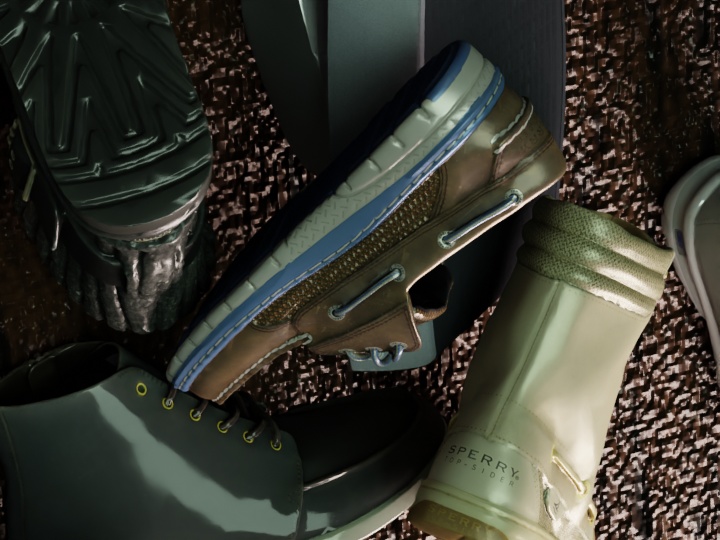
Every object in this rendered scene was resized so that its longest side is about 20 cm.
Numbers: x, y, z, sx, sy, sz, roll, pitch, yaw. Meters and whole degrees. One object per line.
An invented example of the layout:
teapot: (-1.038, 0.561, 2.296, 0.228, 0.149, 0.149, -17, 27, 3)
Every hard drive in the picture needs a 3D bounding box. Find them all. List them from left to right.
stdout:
hard drive: (0.038, -0.065, 1.177, 0.135, 0.042, 0.201, -40, 138, -43)

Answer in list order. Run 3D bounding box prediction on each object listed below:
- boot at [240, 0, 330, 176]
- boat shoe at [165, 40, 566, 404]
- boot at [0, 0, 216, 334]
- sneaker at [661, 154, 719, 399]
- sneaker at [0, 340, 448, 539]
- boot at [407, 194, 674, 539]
boot: (0.000, -0.143, 1.164, 0.095, 0.073, 0.201, -21, 117, -22)
boat shoe: (0.000, 0.000, 1.110, 0.072, 0.072, 0.200, 41, 126, -9)
boot: (-0.109, -0.088, 1.095, 0.079, 0.158, 0.212, -12, 78, -5)
sneaker: (0.207, 0.041, 1.325, 0.075, 0.082, 0.200, -41, 120, -11)
sneaker: (-0.057, 0.069, 1.197, 0.199, 0.075, 0.107, -20, 115, -20)
boot: (0.085, 0.052, 1.227, 0.156, 0.072, 0.200, -69, 163, -3)
